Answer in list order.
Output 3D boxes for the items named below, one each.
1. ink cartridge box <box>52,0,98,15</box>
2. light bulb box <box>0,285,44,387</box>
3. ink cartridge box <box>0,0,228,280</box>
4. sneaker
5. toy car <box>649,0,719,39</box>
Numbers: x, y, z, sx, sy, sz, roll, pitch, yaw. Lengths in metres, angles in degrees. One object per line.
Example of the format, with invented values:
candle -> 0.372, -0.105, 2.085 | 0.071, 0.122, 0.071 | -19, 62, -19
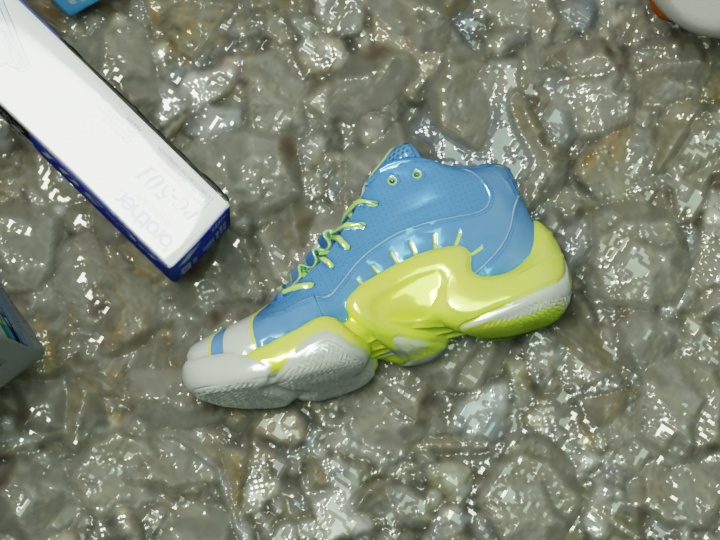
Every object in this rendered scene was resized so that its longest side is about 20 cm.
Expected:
ink cartridge box -> -0.088, -0.218, 0.995 | 0.199, 0.116, 0.067 | -29, 64, 6
light bulb box -> -0.256, -0.008, 0.951 | 0.124, 0.200, 0.199 | -36, 89, -5
ink cartridge box -> -0.148, -0.081, 1.008 | 0.200, 0.094, 0.044 | 44, 84, 1
sneaker -> 0.000, 0.000, 1.038 | 0.199, 0.076, 0.106 | -13, 75, -12
toy car -> 0.146, -0.211, 1.018 | 0.149, 0.175, 0.201 | -9, 121, 34
